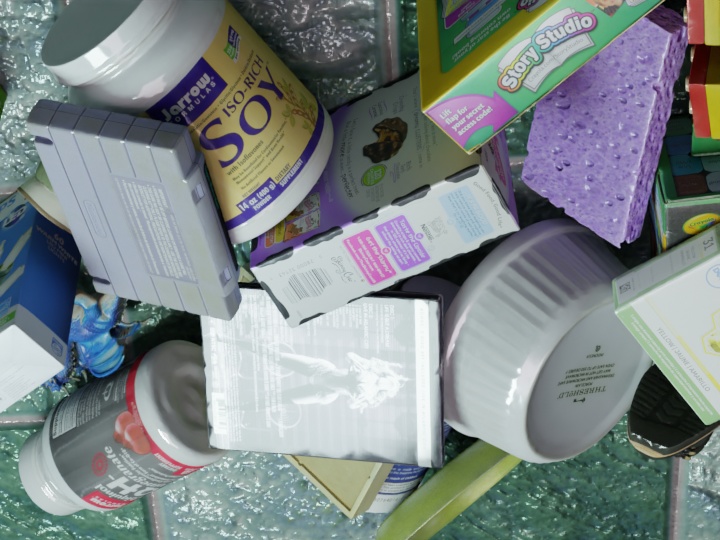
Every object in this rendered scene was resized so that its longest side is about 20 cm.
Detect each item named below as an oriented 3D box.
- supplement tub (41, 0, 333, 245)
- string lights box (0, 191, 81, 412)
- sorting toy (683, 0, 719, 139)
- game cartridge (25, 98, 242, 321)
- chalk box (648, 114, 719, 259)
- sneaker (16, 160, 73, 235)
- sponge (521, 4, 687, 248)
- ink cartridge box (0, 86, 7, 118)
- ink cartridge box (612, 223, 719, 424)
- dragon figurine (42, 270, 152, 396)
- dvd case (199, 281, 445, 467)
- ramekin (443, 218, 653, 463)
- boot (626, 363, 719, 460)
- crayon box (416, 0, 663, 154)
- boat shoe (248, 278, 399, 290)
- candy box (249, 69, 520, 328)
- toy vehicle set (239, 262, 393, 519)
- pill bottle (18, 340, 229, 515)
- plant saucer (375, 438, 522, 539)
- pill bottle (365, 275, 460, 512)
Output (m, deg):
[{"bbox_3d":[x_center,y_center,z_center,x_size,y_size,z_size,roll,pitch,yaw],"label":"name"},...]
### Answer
[{"bbox_3d":[-0.130,-0.132,1.447,0.145,0.146,0.200,-31,122,21],"label":"supplement tub"},{"bbox_3d":[-0.281,0.022,1.526,0.102,0.201,0.059,-34,122,21],"label":"string lights box"},{"bbox_3d":[0.277,-0.190,1.385,0.069,0.201,0.200,2,128,15],"label":"sorting toy"},{"bbox_3d":[-0.164,-0.044,1.429,0.129,0.039,0.201,8,143,17],"label":"game cartridge"},{"bbox_3d":[0.297,-0.052,1.532,0.124,0.124,0.201,-5,126,3],"label":"chalk box"},{"bbox_3d":[-0.181,-0.050,1.556,0.200,0.067,0.090,35,91,-42],"label":"sneaker"},{"bbox_3d":[0.189,-0.128,1.486,0.030,0.111,0.201,-26,139,-36],"label":"sponge"},{"bbox_3d":[-0.401,-0.139,1.482,0.199,0.076,0.148,-17,126,13],"label":"ink cartridge box"},{"bbox_3d":[0.316,0.020,1.479,0.199,0.048,0.146,-29,120,23],"label":"ink cartridge box"},{"bbox_3d":[-0.218,0.048,1.608,0.199,0.059,0.100,-16,120,41],"label":"dragon figurine"},{"bbox_3d":[-0.030,0.083,1.537,0.198,0.016,0.150,4,113,13],"label":"dvd case"},{"bbox_3d":[0.160,0.066,1.572,0.202,0.094,0.204,-26,134,-31],"label":"ramekin"},{"bbox_3d":[0.277,0.134,1.631,0.077,0.200,0.139,29,133,21],"label":"boot"},{"bbox_3d":[0.131,-0.203,1.381,0.200,0.173,0.058,-38,119,25],"label":"crayon box"},{"bbox_3d":[0.000,-0.001,1.562,0.198,0.068,0.074,-29,166,-6],"label":"boat shoe"},{"bbox_3d":[0.016,-0.066,1.486,0.199,0.168,0.072,-24,124,16],"label":"candy box"},{"bbox_3d":[-0.047,0.100,1.621,0.200,0.026,0.125,42,127,19],"label":"toy vehicle set"},{"bbox_3d":[-0.208,0.145,1.666,0.199,0.111,0.111,-28,124,37],"label":"pill bottle"},{"bbox_3d":[0.083,0.194,1.696,0.031,0.200,0.200,50,119,11],"label":"plant saucer"},{"bbox_3d":[0.034,0.105,1.650,0.110,0.111,0.201,17,125,-14],"label":"pill bottle"}]
